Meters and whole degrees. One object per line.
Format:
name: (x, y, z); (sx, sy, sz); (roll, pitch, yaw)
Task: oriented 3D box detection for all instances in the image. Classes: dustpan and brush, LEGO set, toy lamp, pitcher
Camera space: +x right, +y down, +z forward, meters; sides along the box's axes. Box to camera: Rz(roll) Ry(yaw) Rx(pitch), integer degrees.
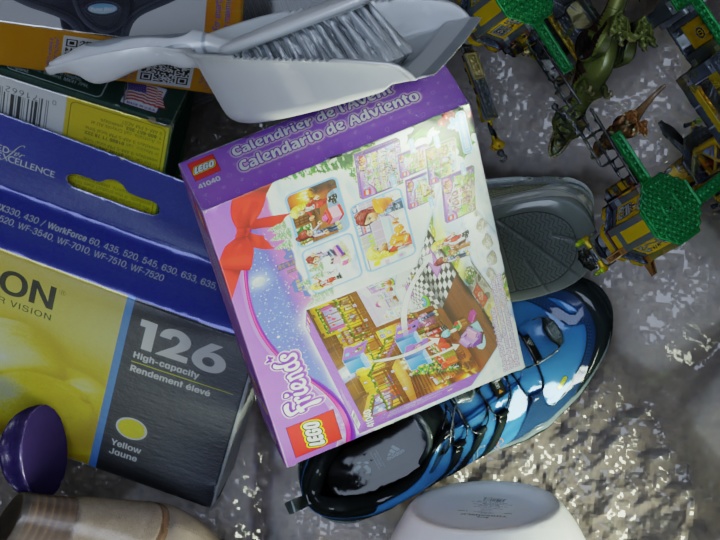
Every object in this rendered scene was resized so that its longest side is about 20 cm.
dustpan and brush: (-0.054, -0.104, 1.251); (0.200, 0.140, 0.057); (-16, 103, 17)
LEGO set: (0.123, -0.088, 1.359); (0.200, 0.116, 0.154); (49, 59, -4)
toy lamp: (-0.260, 0.097, 1.422); (0.200, 0.058, 0.058); (-3, 93, 22)
pitcher: (0.045, 0.218, 1.398); (0.171, 0.121, 0.200); (1, 105, 12)

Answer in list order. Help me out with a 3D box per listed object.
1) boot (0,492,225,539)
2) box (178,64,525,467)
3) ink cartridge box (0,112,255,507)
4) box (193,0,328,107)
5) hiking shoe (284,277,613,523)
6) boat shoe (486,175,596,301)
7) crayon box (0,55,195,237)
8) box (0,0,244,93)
boot: (-0.152, 0.191, 1.426); (0.146, 0.070, 0.200); (23, 136, -22)
box: (0.000, 0.000, 1.290); (0.137, 0.200, 0.039); (-22, 48, -7)
ink cartridge box: (-0.146, 0.022, 1.375); (0.197, 0.047, 0.200); (20, 138, 3)
box: (-0.097, -0.169, 1.415); (0.200, 0.048, 0.159); (-19, 92, 5)
hiking shoe: (0.053, 0.076, 1.398); (0.200, 0.087, 0.074); (-37, 90, 6)
boat shoe: (0.028, -0.012, 1.413); (0.202, 0.065, 0.075); (-12, 111, 11)
crayon box: (-0.165, -0.038, 1.391); (0.127, 0.051, 0.200); (18, 134, 2)
box: (-0.158, -0.159, 1.327); (0.200, 0.041, 0.119); (8, 56, -10)
